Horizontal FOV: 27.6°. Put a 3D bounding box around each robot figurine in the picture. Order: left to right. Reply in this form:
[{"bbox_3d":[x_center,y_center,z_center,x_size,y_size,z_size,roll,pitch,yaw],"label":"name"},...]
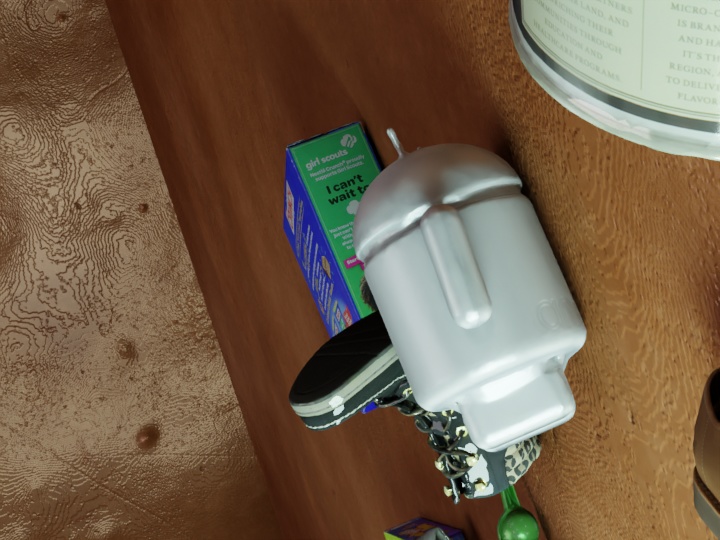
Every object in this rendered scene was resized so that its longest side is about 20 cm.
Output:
[{"bbox_3d":[0.065,0.008,0.900,0.170,0.112,0.202,59,-172,-79],"label":"robot figurine"}]

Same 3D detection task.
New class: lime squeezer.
[{"bbox_3d":[0.130,0.205,1.118,0.071,0.037,0.201,84,163,-48],"label":"lime squeezer"}]

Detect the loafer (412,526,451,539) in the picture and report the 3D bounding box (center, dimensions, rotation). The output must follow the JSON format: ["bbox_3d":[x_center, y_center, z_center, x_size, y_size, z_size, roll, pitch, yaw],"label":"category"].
[{"bbox_3d":[0.106,0.330,1.356,0.200,0.070,0.070,51,127,20],"label":"loafer"}]

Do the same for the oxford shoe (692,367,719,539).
[{"bbox_3d":[0.186,0.094,0.595,0.200,0.071,0.072,-136,33,-68],"label":"oxford shoe"}]

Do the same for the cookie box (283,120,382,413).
[{"bbox_3d":[0.000,0.000,1.285,0.171,0.075,0.201,99,149,-68],"label":"cookie box"}]

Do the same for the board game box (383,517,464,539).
[{"bbox_3d":[0.085,0.333,1.521,0.200,0.044,0.136,148,102,-78],"label":"board game box"}]

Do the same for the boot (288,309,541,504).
[{"bbox_3d":[0.048,0.097,0.998,0.073,0.203,0.155,-8,109,42],"label":"boot"}]

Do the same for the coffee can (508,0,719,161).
[{"bbox_3d":[0.104,-0.150,0.368,0.147,0.145,0.201,-121,16,-44],"label":"coffee can"}]
